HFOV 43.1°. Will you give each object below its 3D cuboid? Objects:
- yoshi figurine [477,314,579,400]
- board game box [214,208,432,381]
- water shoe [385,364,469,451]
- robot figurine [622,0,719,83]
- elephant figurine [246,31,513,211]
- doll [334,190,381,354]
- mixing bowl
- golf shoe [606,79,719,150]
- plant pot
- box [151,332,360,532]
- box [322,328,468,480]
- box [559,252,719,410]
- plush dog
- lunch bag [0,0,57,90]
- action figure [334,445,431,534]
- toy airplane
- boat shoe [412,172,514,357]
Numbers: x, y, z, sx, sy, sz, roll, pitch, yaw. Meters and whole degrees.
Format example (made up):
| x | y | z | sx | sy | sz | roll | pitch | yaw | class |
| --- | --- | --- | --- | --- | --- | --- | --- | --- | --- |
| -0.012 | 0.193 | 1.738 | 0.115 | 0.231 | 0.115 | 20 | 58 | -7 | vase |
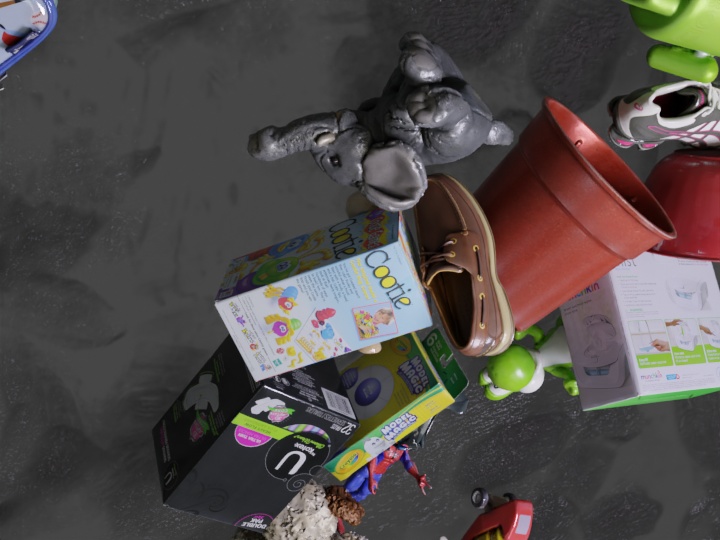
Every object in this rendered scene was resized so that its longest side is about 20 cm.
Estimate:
| x | y | z | sx | sy | sz | roll | pitch | yaw | class |
| --- | --- | --- | --- | --- | --- | --- | --- | --- | --- |
| 0.242 | 0.105 | 1.174 | 0.200 | 0.112 | 0.112 | -30 | 122 | 5 | yoshi figurine |
| -0.035 | 0.021 | 0.962 | 0.199 | 0.103 | 0.105 | -18 | 115 | 12 | board game box |
| 0.046 | 0.203 | 1.170 | 0.200 | 0.079 | 0.071 | -36 | 169 | 7 | water shoe |
| 0.356 | -0.281 | 0.922 | 0.199 | 0.116 | 0.176 | 6 | 110 | -24 | robot figurine |
| 0.020 | -0.131 | 0.917 | 0.200 | 0.155 | 0.141 | -39 | 172 | 23 | elephant figurine |
| 0.000 | 0.000 | 1.037 | 0.136 | 0.049 | 0.201 | -1 | 119 | -8 | doll |
| 0.409 | -0.083 | 1.057 | 0.200 | 0.200 | 0.109 | -5 | 106 | -17 | mixing bowl |
| 0.376 | -0.176 | 1.012 | 0.199 | 0.088 | 0.077 | -11 | 85 | -15 | golf shoe |
| 0.200 | -0.048 | 0.996 | 0.201 | 0.201 | 0.195 | 28 | 119 | -34 | plant pot |
| -0.128 | 0.187 | 1.077 | 0.148 | 0.124 | 0.200 | 28 | 112 | -34 | box |
| 0.028 | 0.153 | 1.116 | 0.200 | 0.117 | 0.048 | -35 | 130 | 6 | box |
| 0.350 | 0.068 | 1.104 | 0.200 | 0.177 | 0.097 | -1 | 162 | -34 | box |
| -0.085 | 0.350 | 1.183 | 0.199 | 0.160 | 0.172 | 3 | 104 | 7 | plush dog |
| -0.350 | -0.230 | 0.724 | 0.160 | 0.076 | 0.200 | -33 | 128 | 8 | lunch bag |
| 0.018 | 0.296 | 1.234 | 0.065 | 0.099 | 0.200 | 24 | 111 | -33 | action figure |
| 0.181 | 0.442 | 1.369 | 0.200 | 0.141 | 0.199 | -22 | 130 | -5 | toy airplane |
| 0.096 | -0.008 | 0.929 | 0.072 | 0.201 | 0.067 | -26 | 165 | 37 | boat shoe |
